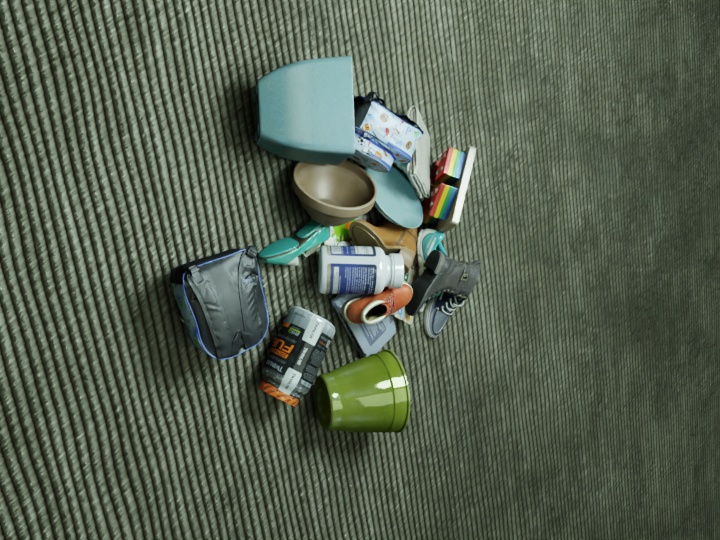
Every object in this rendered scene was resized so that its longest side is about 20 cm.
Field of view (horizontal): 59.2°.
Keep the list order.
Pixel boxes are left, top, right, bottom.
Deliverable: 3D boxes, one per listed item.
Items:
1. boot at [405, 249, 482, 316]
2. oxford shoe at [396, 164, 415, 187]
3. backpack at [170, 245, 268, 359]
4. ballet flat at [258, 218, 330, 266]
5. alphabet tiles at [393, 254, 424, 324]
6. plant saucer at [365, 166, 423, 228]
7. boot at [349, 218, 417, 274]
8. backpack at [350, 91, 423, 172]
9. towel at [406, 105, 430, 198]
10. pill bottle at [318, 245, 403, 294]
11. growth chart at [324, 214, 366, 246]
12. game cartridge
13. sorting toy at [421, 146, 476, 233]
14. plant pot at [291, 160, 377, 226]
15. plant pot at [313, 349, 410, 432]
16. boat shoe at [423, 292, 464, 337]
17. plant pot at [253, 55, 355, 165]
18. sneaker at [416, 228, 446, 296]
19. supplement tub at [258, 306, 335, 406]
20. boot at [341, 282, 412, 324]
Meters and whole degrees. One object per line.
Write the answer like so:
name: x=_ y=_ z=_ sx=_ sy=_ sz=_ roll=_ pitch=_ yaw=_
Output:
boot: x=0.221 y=0.047 z=1.647 sx=0.172 sy=0.069 sz=0.203 roll=19 pitch=108 yaw=-36
oxford shoe: x=0.103 y=-0.302 z=1.624 sx=0.076 sy=0.056 sz=0.203 roll=-86 pitch=155 yaw=-55
backpack: x=-0.287 y=0.069 z=1.314 sx=0.180 sy=0.146 sz=0.205 roll=-21 pitch=102 yaw=-32
ballet flat: x=-0.144 y=-0.052 z=1.462 sx=0.198 sy=0.067 sz=0.072 roll=-35 pitch=128 yaw=-26
alphabet tiles: x=0.113 y=0.031 z=1.661 sx=0.199 sy=0.014 sz=0.200 roll=31 pitch=63 yaw=-44
plant saucer: x=0.074 y=-0.182 z=1.581 sx=0.199 sy=0.039 sz=0.204 roll=31 pitch=39 yaw=-29
boot: x=0.065 y=-0.102 z=1.586 sx=0.198 sy=0.077 sz=0.158 roll=31 pitch=49 yaw=-17
backpack: x=0.043 y=-0.314 z=1.474 sx=0.187 sy=0.200 sz=0.157 roll=17 pitch=98 yaw=-19
towel: x=0.147 y=-0.296 z=1.605 sx=0.133 sy=0.034 sz=0.205 roll=52 pitch=37 yaw=-57
pill bottle: x=0.000 y=0.000 z=1.497 sx=0.194 sy=0.111 sz=0.114 roll=1 pitch=95 yaw=-7
growth chart: x=-0.026 y=-0.068 z=1.571 sx=0.143 sy=0.018 sz=0.205 roll=-22 pitch=110 yaw=-33
game cartridge: x=0.016 y=0.111 z=1.604 sx=0.133 sy=0.041 sz=0.203 roll=-40 pitch=122 yaw=-22
sorting toy: x=0.213 y=-0.205 z=1.640 sx=0.068 sy=0.200 sz=0.204 roll=16 pitch=80 yaw=-8
plant pot: x=-0.066 y=-0.170 z=1.460 sx=0.197 sy=0.202 sz=0.094 roll=-15 pitch=142 yaw=-34
plant pot: x=-0.007 y=0.306 z=1.537 sx=0.188 sy=0.199 sz=0.206 roll=-5 pitch=98 yaw=-24
boat shoe: x=0.241 y=0.090 z=1.743 sx=0.074 sy=0.092 sz=0.205 roll=20 pitch=83 yaw=-36
plant pot: x=-0.128 y=-0.338 z=1.360 sx=0.195 sy=0.196 sz=0.201 roll=-2 pitch=92 yaw=-14
sneaker: x=0.196 y=-0.014 z=1.678 sx=0.078 sy=0.078 sz=0.204 roll=-57 pitch=143 yaw=-49
supplement tub: x=-0.147 y=0.196 z=1.448 sx=0.122 sy=0.121 sz=0.204 roll=33 pitch=75 yaw=-34
boot: x=0.061 y=0.083 z=1.527 sx=0.197 sy=0.107 sz=0.077 roll=-21 pitch=101 yaw=-27
